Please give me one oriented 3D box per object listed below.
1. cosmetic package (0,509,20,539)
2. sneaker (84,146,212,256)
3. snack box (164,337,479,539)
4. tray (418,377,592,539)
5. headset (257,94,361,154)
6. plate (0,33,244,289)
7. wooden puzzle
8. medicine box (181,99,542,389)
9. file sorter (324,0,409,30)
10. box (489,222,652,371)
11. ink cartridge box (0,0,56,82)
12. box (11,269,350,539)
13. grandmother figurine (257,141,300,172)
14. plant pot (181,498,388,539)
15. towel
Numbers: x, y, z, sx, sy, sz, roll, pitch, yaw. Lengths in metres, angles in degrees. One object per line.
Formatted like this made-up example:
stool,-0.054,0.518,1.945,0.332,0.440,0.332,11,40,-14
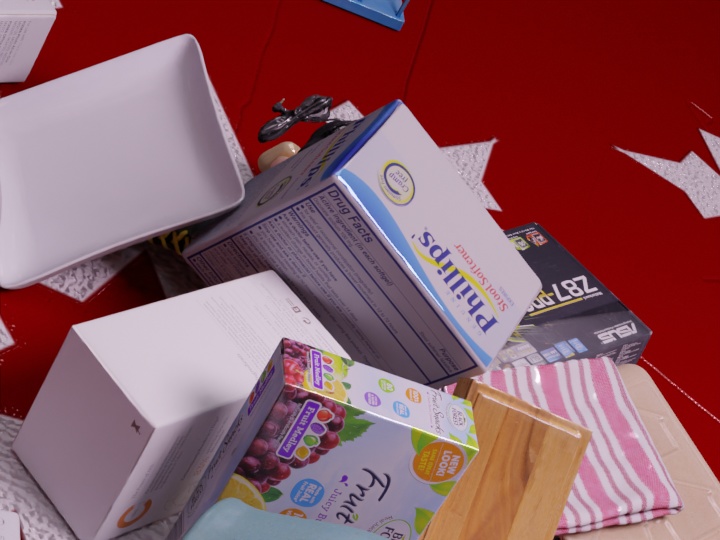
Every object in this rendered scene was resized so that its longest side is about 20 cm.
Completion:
cosmetic package,-0.291,0.226,1.006,0.198,0.123,0.201,14,40,-25
sneaker,-0.156,-0.040,1.507,0.084,0.075,0.200,-25,59,-36
snack box,-0.030,0.151,1.239,0.141,0.201,0.053,19,34,-19
tray,0.082,0.188,1.309,0.098,0.202,0.037,23,-8,-14
headset,-0.019,-0.069,1.510,0.093,0.201,0.124,-25,52,-5
plate,-0.199,-0.082,1.460,0.198,0.032,0.201,-20,50,-1
wooden puzzle,0.211,0.182,1.511,0.184,0.046,0.201,-17,63,-40
medicine box,0.000,0.000,1.394,0.183,0.199,0.103,51,49,-14
file sorter,-0.025,-0.371,1.964,0.198,0.123,0.140,19,36,-19
box,0.129,0.041,1.609,0.199,0.049,0.161,-15,50,-39
ink cartridge box,-0.373,-0.227,1.537,0.199,0.084,0.146,-7,50,-44
box,-0.123,0.093,1.305,0.199,0.125,0.098,-16,56,-49
grandmother figurine,-0.053,-0.021,1.567,0.120,0.061,0.201,19,39,-12
plant pot,-0.034,0.241,1.135,0.187,0.202,0.200,26,32,15
towel,0.154,0.135,1.462,0.198,0.030,0.147,-3,56,-33
